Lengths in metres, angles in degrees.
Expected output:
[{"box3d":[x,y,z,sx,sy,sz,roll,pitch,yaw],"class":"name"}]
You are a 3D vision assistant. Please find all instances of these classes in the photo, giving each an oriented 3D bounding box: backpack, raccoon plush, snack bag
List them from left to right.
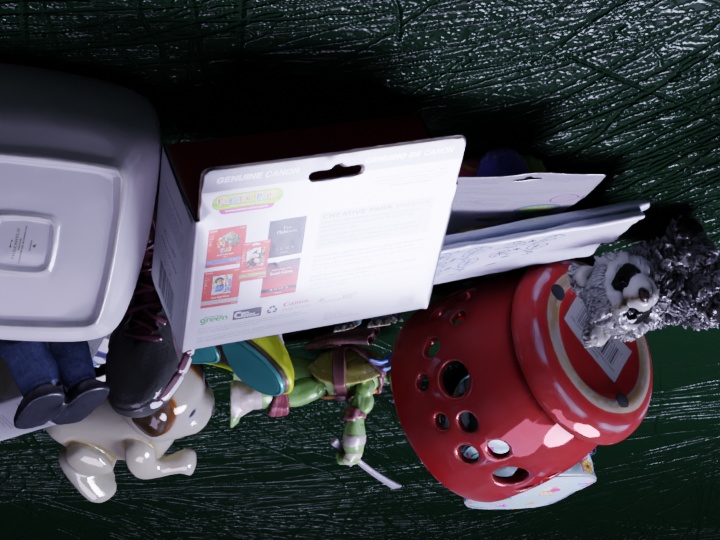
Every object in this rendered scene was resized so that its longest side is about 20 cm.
[{"box3d":[0.176,0.195,1.863,0.174,0.155,0.200,-2,168,-16],"class":"backpack"},{"box3d":[0.129,-0.016,1.356,0.187,0.022,0.200,-11,171,-8],"class":"snack bag"},{"box3d":[0.240,0.031,1.426,0.133,0.097,0.200,-17,162,-6],"class":"raccoon plush"}]

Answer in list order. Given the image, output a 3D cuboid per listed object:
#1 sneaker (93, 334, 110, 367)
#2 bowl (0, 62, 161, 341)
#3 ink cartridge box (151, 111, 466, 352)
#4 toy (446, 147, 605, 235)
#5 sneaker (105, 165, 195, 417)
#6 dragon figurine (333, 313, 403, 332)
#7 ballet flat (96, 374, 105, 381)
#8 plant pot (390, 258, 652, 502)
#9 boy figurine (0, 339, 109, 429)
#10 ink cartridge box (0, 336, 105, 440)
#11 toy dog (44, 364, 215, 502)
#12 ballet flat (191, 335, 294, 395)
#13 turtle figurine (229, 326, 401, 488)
[{"box3d":[-0.267,0.066,1.532,0.198,0.081,0.147,1,155,-22],"class":"sneaker"},{"box3d":[-0.237,-0.036,1.119,0.198,0.075,0.202,5,115,-22],"class":"bowl"},{"box3d":[-0.039,-0.045,1.161,0.198,0.084,0.176,-9,138,-21],"class":"ink cartridge box"},{"box3d":[0.106,-0.065,1.272,0.114,0.048,0.200,-3,166,-10],"class":"toy"},{"box3d":[-0.168,0.003,1.242,0.075,0.201,0.116,5,155,24],"class":"sneaker"},{"box3d":[0.000,0.000,1.425,0.058,0.100,0.200,-7,179,11],"class":"dragon figurine"},{"box3d":[-0.282,0.076,1.606,0.198,0.068,0.068,1,162,-8],"class":"ballet flat"},{"box3d":[0.155,0.097,1.507,0.199,0.202,0.182,14,151,-38],"class":"plant pot"},{"box3d":[-0.263,0.019,1.242,0.124,0.201,0.064,-7,153,-41],"class":"boy figurine"},{"box3d":[-0.279,0.057,1.364,0.173,0.201,0.044,-19,126,41],"class":"ink cartridge box"},{"box3d":[-0.238,0.135,1.719,0.199,0.140,0.194,-17,122,41],"class":"toy dog"},{"box3d":[-0.114,0.064,1.527,0.067,0.067,0.199,-37,-149,-30],"class":"ballet flat"},{"box3d":[-0.040,0.145,1.709,0.192,0.145,0.200,3,157,-2],"class":"turtle figurine"}]
